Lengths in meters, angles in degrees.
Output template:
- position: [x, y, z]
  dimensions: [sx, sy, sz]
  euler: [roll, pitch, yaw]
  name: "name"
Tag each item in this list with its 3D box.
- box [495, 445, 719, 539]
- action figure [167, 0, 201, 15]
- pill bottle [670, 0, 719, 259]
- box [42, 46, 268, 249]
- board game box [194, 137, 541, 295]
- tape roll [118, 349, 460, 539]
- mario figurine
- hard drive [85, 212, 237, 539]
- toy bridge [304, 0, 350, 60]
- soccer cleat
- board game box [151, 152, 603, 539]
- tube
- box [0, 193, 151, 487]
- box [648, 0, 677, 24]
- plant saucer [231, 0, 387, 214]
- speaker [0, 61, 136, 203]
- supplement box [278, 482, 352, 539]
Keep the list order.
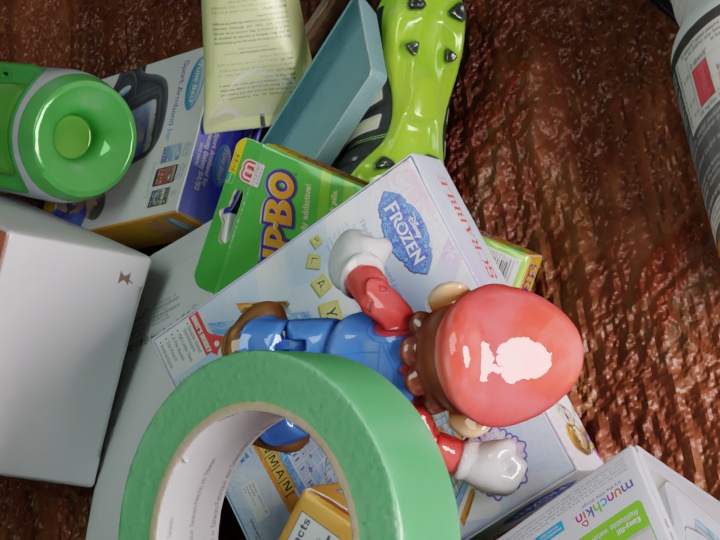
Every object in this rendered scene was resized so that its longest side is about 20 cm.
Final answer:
- position: [0.107, 0.219, 1.141]
  dimensions: [0.200, 0.097, 0.177]
  euler: [-38, 49, 19]
  name: "box"
- position: [-0.057, -0.230, 1.533]
  dimensions: [0.149, 0.134, 0.200]
  euler: [46, 129, 10]
  name: "action figure"
- position: [0.222, -0.082, 1.188]
  dimensions: [0.116, 0.116, 0.201]
  euler: [-28, 52, 27]
  name: "pill bottle"
- position: [-0.134, -0.076, 1.519]
  dimensions: [0.199, 0.041, 0.120]
  euler: [-12, 59, 52]
  name: "box"
- position: [0.000, 0.000, 1.340]
  dimensions: [0.199, 0.030, 0.096]
  euler: [23, 100, 23]
  name: "board game box"
- position: [-0.039, 0.141, 1.179]
  dimensions: [0.200, 0.048, 0.202]
  euler: [-5, 83, 43]
  name: "tape roll"
- position: [0.032, 0.050, 1.232]
  dimensions: [0.199, 0.124, 0.106]
  euler: [-6, 43, 34]
  name: "mario figurine"
- position: [-0.118, 0.077, 1.434]
  dimensions: [0.132, 0.027, 0.201]
  euler: [-26, 50, 54]
  name: "hard drive"
- position: [-0.020, -0.122, 1.479]
  dimensions: [0.067, 0.027, 0.201]
  euler: [-1, 69, 42]
  name: "toy bridge"
- position: [0.017, -0.079, 1.408]
  dimensions: [0.081, 0.067, 0.201]
  euler: [178, 108, -71]
  name: "soccer cleat"
- position: [0.006, 0.073, 1.296]
  dimensions: [0.199, 0.041, 0.201]
  euler: [-34, 73, 23]
  name: "board game box"
- position: [-0.072, -0.187, 1.434]
  dimensions: [0.058, 0.052, 0.201]
  euler: [-1, 99, 43]
  name: "tube"
- position: [-0.243, 0.034, 1.495]
  dimensions: [0.200, 0.106, 0.153]
  euler: [20, 97, 52]
  name: "box"
- position: [0.145, -0.259, 1.347]
  dimensions: [0.132, 0.115, 0.200]
  euler: [-50, 46, 9]
  name: "box"
- position: [-0.036, -0.074, 1.411]
  dimensions: [0.200, 0.019, 0.070]
  euler: [-56, 32, 40]
  name: "plant saucer"
- position: [-0.224, -0.093, 1.543]
  dimensions: [0.200, 0.088, 0.089]
  euler: [12, 75, 57]
  name: "speaker"
- position: [-0.033, 0.212, 1.251]
  dimensions: [0.069, 0.066, 0.201]
  euler: [35, 104, 26]
  name: "supplement box"
